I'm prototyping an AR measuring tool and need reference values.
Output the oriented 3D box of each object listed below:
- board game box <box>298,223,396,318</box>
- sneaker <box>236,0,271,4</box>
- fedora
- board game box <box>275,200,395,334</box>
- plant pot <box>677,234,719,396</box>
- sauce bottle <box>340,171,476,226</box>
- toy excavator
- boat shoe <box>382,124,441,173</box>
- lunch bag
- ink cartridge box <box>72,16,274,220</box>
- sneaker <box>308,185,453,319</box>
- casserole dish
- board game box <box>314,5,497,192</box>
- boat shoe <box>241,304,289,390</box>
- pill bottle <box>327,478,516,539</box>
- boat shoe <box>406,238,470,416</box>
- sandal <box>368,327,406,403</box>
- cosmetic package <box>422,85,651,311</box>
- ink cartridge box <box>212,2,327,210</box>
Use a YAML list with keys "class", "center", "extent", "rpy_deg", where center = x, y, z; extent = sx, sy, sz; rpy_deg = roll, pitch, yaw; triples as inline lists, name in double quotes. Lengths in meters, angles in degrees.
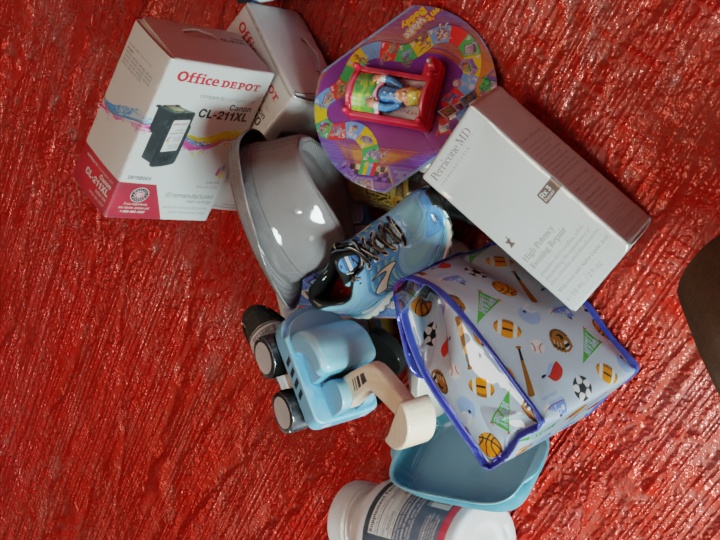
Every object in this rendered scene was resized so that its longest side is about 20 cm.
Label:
- class: "board game box"
  center: [0.000, 0.000, 1.395]
  extent: [0.199, 0.019, 0.104]
  rpy_deg: [0, 92, 47]
- class: "sneaker"
  center: [-0.088, -0.335, 1.420]
  extent: [0.200, 0.082, 0.075]
  rpy_deg: [-158, 66, -62]
- class: "fedora"
  center: [-0.063, -0.066, 1.352]
  extent: [0.090, 0.177, 0.201]
  rpy_deg: [-16, 115, 15]
- class: "board game box"
  center: [-0.045, -0.013, 1.493]
  extent: [0.152, 0.040, 0.202]
  rpy_deg: [-8, 96, 45]
- class: "plant pot"
  center: [0.358, 0.061, 1.043]
  extent: [0.200, 0.186, 0.188]
  rpy_deg: [54, 134, 38]
- class: "sauce bottle"
  center: [0.056, -0.089, 1.354]
  extent: [0.199, 0.066, 0.067]
  rpy_deg: [17, 114, 41]
- class: "toy excavator"
  center: [-0.013, 0.112, 1.316]
  extent: [0.200, 0.099, 0.196]
  rpy_deg: [-47, 61, 55]
- class: "boat shoe"
  center: [0.047, -0.165, 1.337]
  extent: [0.200, 0.070, 0.064]
  rpy_deg: [40, 128, 31]
- class: "lunch bag"
  center: [0.141, 0.070, 1.246]
  extent: [0.201, 0.169, 0.124]
  rpy_deg: [55, 134, 15]
- class: "ink cartridge box"
  center: [-0.204, -0.160, 1.379]
  extent: [0.083, 0.145, 0.201]
  rpy_deg: [48, 122, 34]
- class: "sneaker"
  center: [0.017, -0.011, 1.296]
  extent: [0.200, 0.090, 0.079]
  rpy_deg: [-48, 60, 37]
- class: "casserole dish"
  center: [0.120, 0.201, 1.354]
  extent: [0.199, 0.122, 0.039]
  rpy_deg: [3, 141, 43]
- class: "board game box"
  center: [0.037, -0.183, 1.291]
  extent: [0.199, 0.039, 0.159]
  rpy_deg: [-34, 70, 11]
- class: "boat shoe"
  center: [-0.082, 0.102, 1.491]
  extent: [0.057, 0.068, 0.200]
  rpy_deg: [53, 176, 35]
- class: "pill bottle"
  center: [0.063, 0.298, 1.422]
  extent: [0.199, 0.119, 0.121]
  rpy_deg: [5, 105, 44]
- class: "boat shoe"
  center: [0.074, 0.058, 1.381]
  extent: [0.068, 0.072, 0.202]
  rpy_deg: [26, 122, 53]
- class: "sandal"
  center: [0.000, 0.117, 1.436]
  extent: [0.075, 0.045, 0.200]
  rpy_deg: [47, 157, 6]
- class: "cosmetic package"
  center: [0.167, -0.070, 1.214]
  extent: [0.200, 0.074, 0.102]
  rpy_deg: [41, 128, 8]
- class: "ink cartridge box"
  center: [-0.127, -0.186, 1.464]
  extent: [0.200, 0.084, 0.146]
  rpy_deg: [-44, 61, 33]
